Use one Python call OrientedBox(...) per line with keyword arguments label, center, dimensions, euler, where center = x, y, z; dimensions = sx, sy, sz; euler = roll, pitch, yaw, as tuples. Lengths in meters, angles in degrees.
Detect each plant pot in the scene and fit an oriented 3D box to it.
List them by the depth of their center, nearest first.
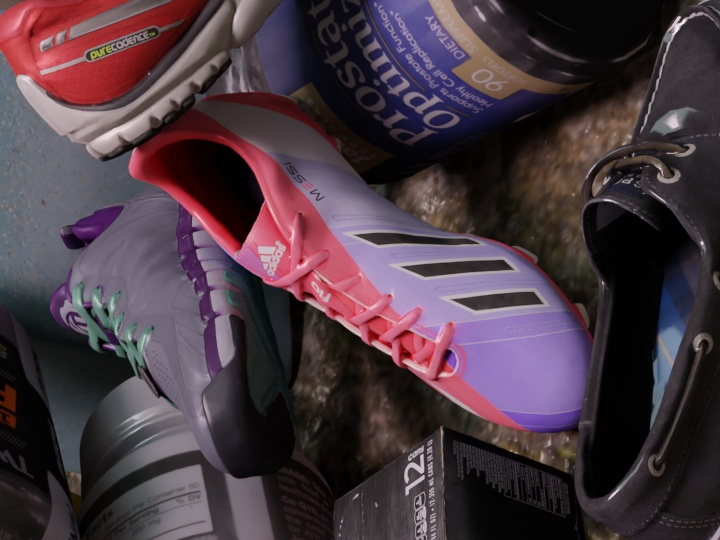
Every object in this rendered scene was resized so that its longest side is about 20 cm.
OrientedBox(label="plant pot", center=(-0.171, -0.019, 0.863), dimensions=(0.196, 0.199, 0.197), euler=(-30, 57, 48))

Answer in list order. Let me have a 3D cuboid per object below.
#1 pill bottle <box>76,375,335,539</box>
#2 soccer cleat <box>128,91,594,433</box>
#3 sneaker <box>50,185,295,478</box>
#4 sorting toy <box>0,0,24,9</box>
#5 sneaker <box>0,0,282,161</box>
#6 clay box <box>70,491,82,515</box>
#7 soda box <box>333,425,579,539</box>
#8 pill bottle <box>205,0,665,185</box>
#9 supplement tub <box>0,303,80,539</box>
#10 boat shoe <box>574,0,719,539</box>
OrientedBox(label="pill bottle", center=(-0.055, 0.137, 0.680), dimensions=(0.114, 0.114, 0.200), euler=(-54, 32, 26))
OrientedBox(label="soccer cleat", center=(0.000, 0.000, 0.638), dimensions=(0.200, 0.076, 0.067), euler=(40, 127, 25))
OrientedBox(label="sneaker", center=(-0.080, 0.027, 0.695), dimensions=(0.087, 0.075, 0.200), euler=(-19, 29, 1))
OrientedBox(label="sorting toy", center=(-0.167, -0.156, 0.886), dimensions=(0.200, 0.179, 0.107), euler=(-36, 68, 59))
OrientedBox(label="sneaker", center=(-0.055, -0.134, 0.632), dimensions=(0.200, 0.085, 0.077), euler=(-53, 19, -21))
OrientedBox(label="clay box", center=(-0.159, 0.184, 0.765), dimensions=(0.200, 0.047, 0.115), euler=(-65, -7, -59))
OrientedBox(label="soda box", center=(0.034, 0.159, 0.562), dimensions=(0.071, 0.063, 0.201), euler=(-40, 39, 43))
OrientedBox(label="pill bottle", center=(0.021, -0.100, 0.706), dimensions=(0.200, 0.111, 0.112), euler=(-25, 51, 52))
OrientedBox(label="supplement tub", center=(-0.175, 0.095, 0.674), dimensions=(0.123, 0.122, 0.200), euler=(-60, 29, 17))
OrientedBox(label="boat shoe", center=(0.100, -0.007, 0.554), dimensions=(0.070, 0.066, 0.201), euler=(-18, 57, 55))
